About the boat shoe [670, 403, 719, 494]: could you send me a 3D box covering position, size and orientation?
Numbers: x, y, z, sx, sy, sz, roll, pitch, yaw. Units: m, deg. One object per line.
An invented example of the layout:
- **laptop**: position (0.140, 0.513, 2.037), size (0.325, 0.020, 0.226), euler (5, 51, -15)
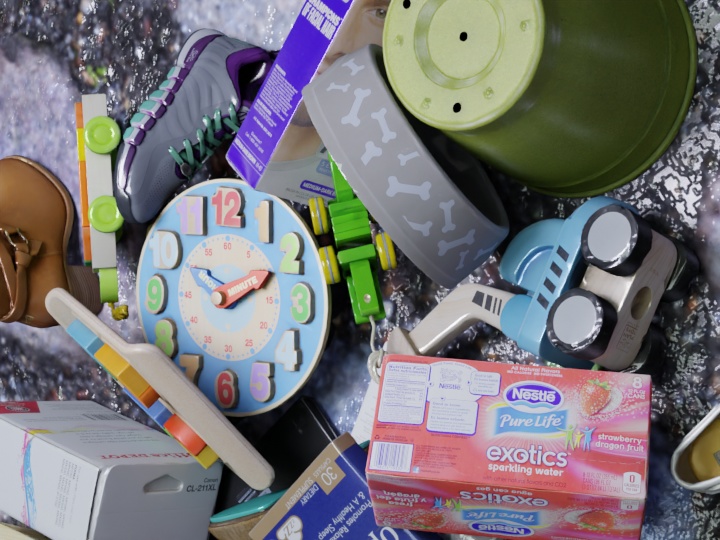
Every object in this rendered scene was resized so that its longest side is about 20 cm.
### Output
- **boat shoe**: position (0.299, 0.094, 1.062), size (0.200, 0.070, 0.071), euler (-38, 69, 27)

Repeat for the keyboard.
- **keyboard**: position (-0.100, 0.185, 1.357), size (0.200, 0.021, 0.127), euler (-47, 67, 23)

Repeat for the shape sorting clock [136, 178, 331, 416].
- **shape sorting clock**: position (-0.111, 0.023, 1.282), size (0.198, 0.039, 0.202), euler (0, 91, 31)

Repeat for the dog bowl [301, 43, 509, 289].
- **dog bowl**: position (0.039, -0.083, 1.139), size (0.058, 0.200, 0.201), euler (-36, 70, 15)

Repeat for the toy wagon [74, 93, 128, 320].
- **toy wagon**: position (-0.235, -0.055, 1.380), size (0.039, 0.155, 0.202), euler (-3, 87, -10)

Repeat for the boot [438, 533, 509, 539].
- **boot**: position (0.111, 0.227, 1.193), size (0.095, 0.073, 0.202), euler (5, 100, 27)

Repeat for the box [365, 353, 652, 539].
- **box**: position (0.110, 0.132, 1.113), size (0.198, 0.095, 0.103), euler (4, 58, 9)

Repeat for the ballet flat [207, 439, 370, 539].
- **ballet flat**: position (-0.046, 0.207, 1.263), size (0.199, 0.068, 0.073), euler (-29, 85, 32)

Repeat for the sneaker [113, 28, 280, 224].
- **sneaker**: position (-0.140, -0.125, 1.318), size (0.087, 0.075, 0.201), euler (12, 65, 25)

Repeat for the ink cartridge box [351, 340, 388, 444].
- **ink cartridge box**: position (0.030, 0.168, 1.260), size (0.094, 0.037, 0.202), euler (27, 102, 32)

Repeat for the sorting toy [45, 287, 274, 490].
- **sorting toy**: position (-0.177, 0.104, 1.291), size (0.037, 0.185, 0.199), euler (-48, 33, -15)

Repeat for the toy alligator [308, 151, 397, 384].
- **toy alligator**: position (0.000, 0.000, 1.225), size (0.059, 0.054, 0.202), euler (-13, 78, 0)

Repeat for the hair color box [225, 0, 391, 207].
- **hair color box**: position (-0.014, -0.150, 1.245), size (0.065, 0.109, 0.201), euler (46, 114, 46)

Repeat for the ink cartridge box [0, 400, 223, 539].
- **ink cartridge box**: position (-0.243, 0.182, 1.359), size (0.199, 0.145, 0.084), euler (17, 97, 41)

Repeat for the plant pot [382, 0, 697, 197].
- **plant pot**: position (0.118, -0.160, 1.115), size (0.199, 0.192, 0.203), euler (-1, 88, 33)

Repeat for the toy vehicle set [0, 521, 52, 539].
- **toy vehicle set**: position (-0.218, 0.265, 1.326), size (0.123, 0.200, 0.027), euler (16, 81, 34)

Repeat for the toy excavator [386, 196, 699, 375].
- **toy excavator**: position (0.129, 0.026, 1.160), size (0.199, 0.100, 0.196), euler (25, 93, 43)

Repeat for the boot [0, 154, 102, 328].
- **boot**: position (-0.338, -0.034, 1.437), size (0.074, 0.154, 0.201), euler (-45, 66, 24)

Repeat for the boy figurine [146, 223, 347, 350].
- **boy figurine**: position (-0.111, 0.012, 1.341), size (0.199, 0.064, 0.125), euler (24, 103, 32)

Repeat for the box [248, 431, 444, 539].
- **box**: position (0.016, 0.239, 1.184), size (0.200, 0.032, 0.121), euler (46, 118, 10)
